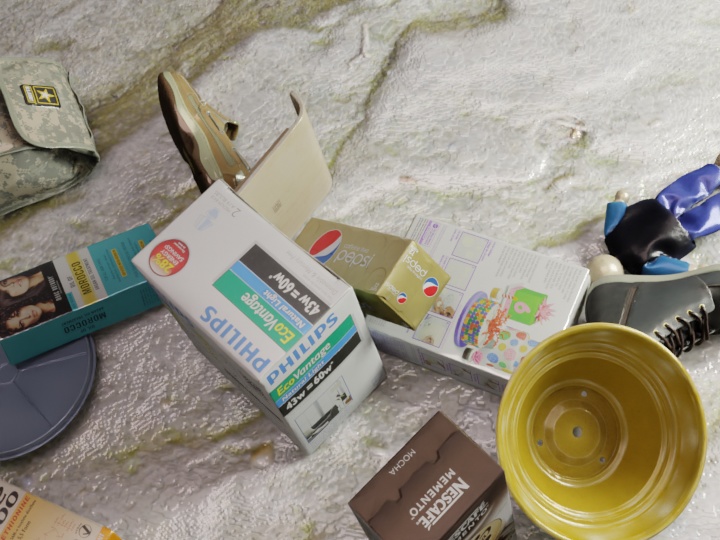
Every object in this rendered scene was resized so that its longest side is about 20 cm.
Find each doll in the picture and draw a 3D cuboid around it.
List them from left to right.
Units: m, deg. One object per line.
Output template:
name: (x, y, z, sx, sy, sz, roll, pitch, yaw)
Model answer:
doll: (0.321, -0.040, 1.148, 0.199, 0.049, 0.137, -32, 59, -7)

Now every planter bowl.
planter bowl: (0.213, 0.152, 1.027, 0.198, 0.083, 0.203, 1, 84, -7)

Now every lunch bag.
lunch bag: (-0.430, -0.167, 1.340, 0.198, 0.118, 0.165, -24, 59, -9)

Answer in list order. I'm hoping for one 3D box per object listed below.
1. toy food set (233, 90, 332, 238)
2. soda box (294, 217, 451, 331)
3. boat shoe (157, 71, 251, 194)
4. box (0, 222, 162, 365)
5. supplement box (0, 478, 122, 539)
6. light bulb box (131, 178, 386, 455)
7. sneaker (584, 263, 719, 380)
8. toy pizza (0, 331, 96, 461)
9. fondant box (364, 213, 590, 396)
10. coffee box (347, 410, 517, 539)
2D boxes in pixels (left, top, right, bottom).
toy food set: (-0.114, -0.084, 1.209, 0.060, 0.144, 0.201, 29, 71, 24)
soda box: (0.000, 0.000, 1.126, 0.068, 0.064, 0.199, -55, 31, -12)
boat shoe: (-0.181, -0.163, 1.320, 0.075, 0.072, 0.201, -20, 66, -17)
box: (-0.310, 0.024, 1.221, 0.198, 0.049, 0.083, -23, 55, -15)
supplement box: (-0.343, 0.288, 1.091, 0.198, 0.074, 0.127, 17, 65, 20)
light bulb box: (-0.096, 0.050, 1.098, 0.125, 0.201, 0.198, -44, 62, -14)
sneaker: (0.317, 0.057, 1.066, 0.198, 0.075, 0.107, -6, 37, 20)
toy pizza: (-0.386, 0.121, 1.215, 0.197, 0.032, 0.202, -4, 57, 5)
fondant box: (0.121, 0.040, 1.142, 0.198, 0.058, 0.145, 19, 67, 22)
coffee box: (0.069, 0.222, 0.968, 0.113, 0.201, 0.080, -43, 61, -13)
